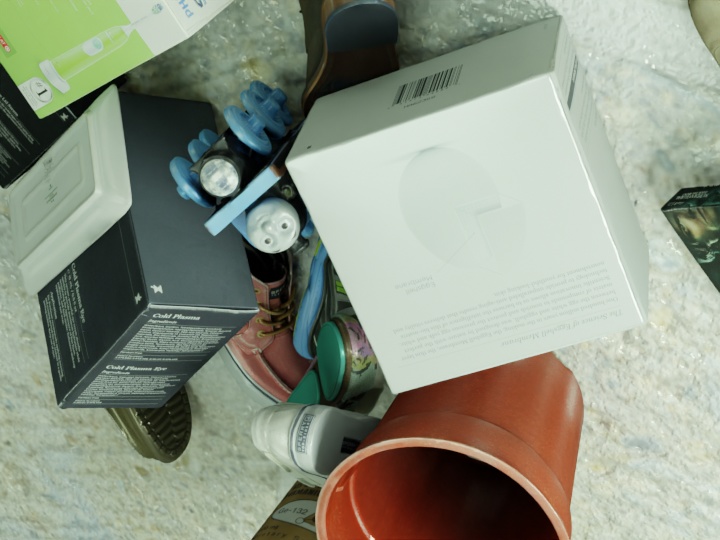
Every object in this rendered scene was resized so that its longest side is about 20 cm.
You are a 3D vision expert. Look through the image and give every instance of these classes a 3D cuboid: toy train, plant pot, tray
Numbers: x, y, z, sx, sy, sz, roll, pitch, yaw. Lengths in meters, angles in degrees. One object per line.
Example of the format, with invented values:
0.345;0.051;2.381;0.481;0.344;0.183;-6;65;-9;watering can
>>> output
-0.072;-0.074;1.229;0.087;0.200;0.114;-42;98;15;toy train
0.087;0.156;1.274;0.199;0.196;0.202;9;124;14;plant pot
-0.244;-0.063;1.316;0.200;0.022;0.108;-34;59;49;tray

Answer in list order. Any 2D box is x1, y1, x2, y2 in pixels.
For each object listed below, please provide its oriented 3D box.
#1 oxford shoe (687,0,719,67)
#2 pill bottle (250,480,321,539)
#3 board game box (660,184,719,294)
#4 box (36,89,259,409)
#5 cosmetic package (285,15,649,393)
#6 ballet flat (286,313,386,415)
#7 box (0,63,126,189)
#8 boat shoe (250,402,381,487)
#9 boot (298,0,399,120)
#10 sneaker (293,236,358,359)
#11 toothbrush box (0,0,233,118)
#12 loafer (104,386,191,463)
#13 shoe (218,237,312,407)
0.283;-0.112;1.044;0.200;0.075;0.070;45;135;-3;oxford shoe
-0.019;0.228;1.410;0.114;0.200;0.115;18;131;22;pill bottle
0.305;0.024;1.117;0.200;0.028;0.135;52;163;-13;board game box
-0.187;-0.013;1.338;0.182;0.103;0.201;-42;54;46;box
0.083;-0.045;1.158;0.198;0.123;0.201;-16;113;19;cosmetic package
-0.011;0.090;1.336;0.071;0.070;0.200;-2;151;-18;ballet flat
-0.317;-0.191;1.379;0.200;0.079;0.141;50;137;-8;box
-0.031;0.144;1.302;0.069;0.072;0.200;9;171;23;boat shoe
-0.011;-0.184;1.203;0.074;0.098;0.200;-5;158;-12;boot
0.000;0.001;1.331;0.082;0.071;0.201;15;131;-1;sneaker
-0.206;-0.222;1.221;0.199;0.086;0.146;-19;111;45;toothbrush box
-0.232;0.096;1.546;0.067;0.076;0.201;-23;98;43;loafer
-0.085;0.036;1.399;0.091;0.071;0.201;-27;101;49;shoe
